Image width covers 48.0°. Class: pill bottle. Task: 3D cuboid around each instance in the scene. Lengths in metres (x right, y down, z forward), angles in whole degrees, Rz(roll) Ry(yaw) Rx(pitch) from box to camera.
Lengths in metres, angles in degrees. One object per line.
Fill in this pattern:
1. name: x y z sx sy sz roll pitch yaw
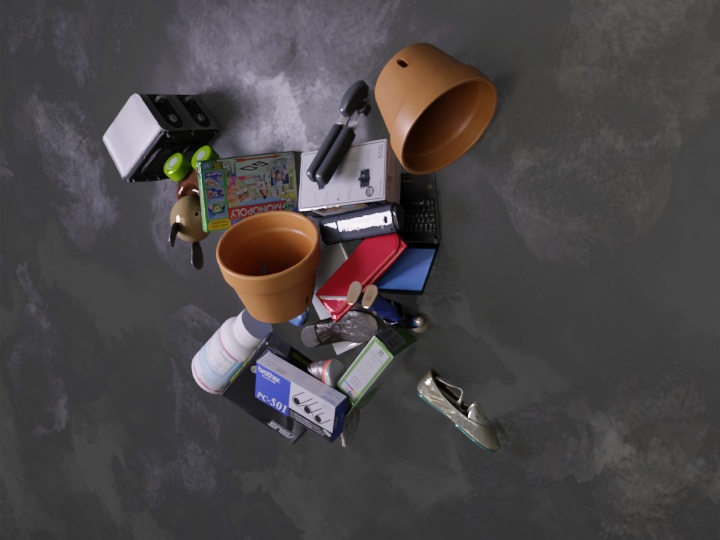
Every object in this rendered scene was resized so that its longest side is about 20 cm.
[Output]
1. pill bottle: -0.279 0.173 1.766 0.110 0.108 0.200 51 122 9

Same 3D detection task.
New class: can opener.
1. can opener: -0.042 -0.255 1.490 0.052 0.066 0.203 19 79 42

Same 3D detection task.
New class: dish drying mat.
1. dish drying mat: 0.000 0.000 1.503 0.200 0.018 0.077 -47 60 15

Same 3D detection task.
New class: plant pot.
1. plant pot: 0.114 -0.285 1.368 0.141 0.197 0.202 53 124 27
2. plant pot: -0.165 0.002 1.553 0.196 0.201 0.142 15 136 27

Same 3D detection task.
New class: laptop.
1. laptop: 0.051 -0.071 1.503 0.173 0.103 0.206 3 107 30

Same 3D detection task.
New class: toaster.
1. toaster: -0.418 -0.275 1.694 0.200 0.179 0.120 -42 76 32

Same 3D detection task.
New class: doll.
1. doll: 0.065 0.077 1.488 0.134 0.198 0.050 12 79 43

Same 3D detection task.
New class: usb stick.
1. usb stick: -0.001 -0.086 1.500 0.197 0.032 0.057 -8 87 42

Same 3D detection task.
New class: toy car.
1. toy car: -0.324 -0.114 1.632 0.154 0.204 0.165 -6 144 32

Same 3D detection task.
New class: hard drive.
1. hard drive: -0.040 0.054 1.638 0.130 0.027 0.204 -27 89 34

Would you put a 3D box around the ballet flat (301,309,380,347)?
1. ballet flat: -0.036 0.116 1.605 0.197 0.046 0.069 -17 89 38

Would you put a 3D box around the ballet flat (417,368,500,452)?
1. ballet flat: 0.192 0.262 1.530 0.198 0.067 0.063 36 109 18

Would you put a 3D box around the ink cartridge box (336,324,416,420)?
1. ink cartridge box: 0.019 0.199 1.594 0.059 0.103 0.201 43 121 14

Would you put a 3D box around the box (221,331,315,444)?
1. box: -0.166 0.252 1.711 0.198 0.048 0.194 36 119 -12

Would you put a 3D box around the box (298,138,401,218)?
1. box: -0.021 -0.171 1.525 0.196 0.060 0.120 -5 78 31

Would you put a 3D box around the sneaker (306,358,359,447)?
1. sneaker: -0.058 0.265 1.644 0.080 0.077 0.205 1 116 31

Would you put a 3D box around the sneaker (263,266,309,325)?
1. sneaker: -0.191 0.050 1.691 0.199 0.089 0.080 39 121 17

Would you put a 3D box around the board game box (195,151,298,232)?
1. board game box: -0.221 -0.158 1.602 0.029 0.195 0.138 21 118 62

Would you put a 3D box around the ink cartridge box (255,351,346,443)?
1. ink cartridge box: -0.121 0.251 1.603 0.197 0.044 0.096 26 127 25
